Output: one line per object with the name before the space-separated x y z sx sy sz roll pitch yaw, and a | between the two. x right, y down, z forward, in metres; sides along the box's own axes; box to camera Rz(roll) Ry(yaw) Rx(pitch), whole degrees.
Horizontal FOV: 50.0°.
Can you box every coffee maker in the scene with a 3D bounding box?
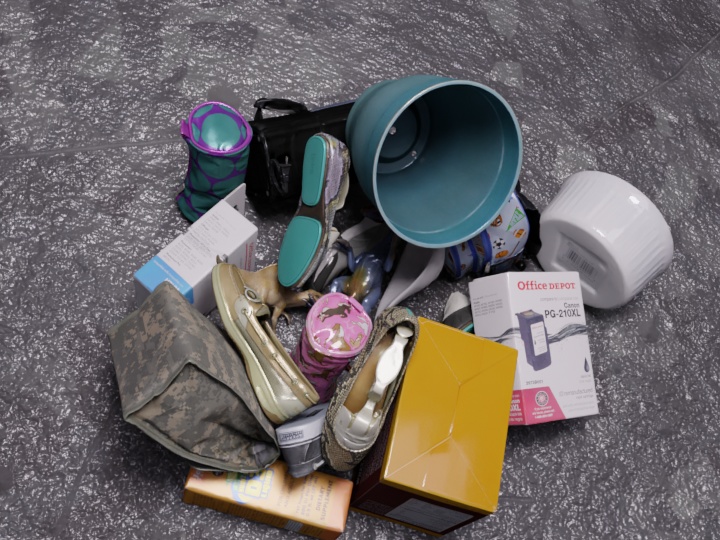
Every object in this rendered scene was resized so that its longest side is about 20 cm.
coffee maker | -0.059 -0.163 1.106 0.198 0.136 0.192 -16 42 -23

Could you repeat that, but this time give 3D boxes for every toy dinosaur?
toy dinosaur | 0.000 0.000 1.062 0.104 0.202 0.182 26 51 20
toy dinosaur | -0.135 0.030 1.024 0.199 0.102 0.058 24 18 -39

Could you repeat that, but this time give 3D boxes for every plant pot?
plant pot | 0.072 -0.157 0.984 0.197 0.203 0.188 -9 26 -20

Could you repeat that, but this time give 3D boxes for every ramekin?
ramekin | 0.352 -0.038 1.155 0.098 0.201 0.201 -40 81 -20

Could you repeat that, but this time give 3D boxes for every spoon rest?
spoon rest | 0.065 0.028 1.067 0.060 0.099 0.203 17 89 -21

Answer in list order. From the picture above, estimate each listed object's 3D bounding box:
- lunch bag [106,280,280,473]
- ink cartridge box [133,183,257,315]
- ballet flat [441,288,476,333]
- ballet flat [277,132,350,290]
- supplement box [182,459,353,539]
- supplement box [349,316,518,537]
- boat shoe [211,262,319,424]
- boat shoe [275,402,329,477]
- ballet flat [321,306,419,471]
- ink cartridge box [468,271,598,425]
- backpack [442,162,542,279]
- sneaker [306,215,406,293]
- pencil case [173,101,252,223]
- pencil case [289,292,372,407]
lunch bag | -0.185 0.138 0.899 0.117 0.200 0.164 -40 39 4
ink cartridge box | -0.200 -0.010 1.020 0.066 0.116 0.200 38 61 11
ballet flat | 0.167 0.059 1.130 0.198 0.068 0.069 -22 62 -35
ballet flat | -0.051 -0.071 0.991 0.071 0.072 0.203 12 98 -10
supplement box | -0.113 0.269 0.942 0.197 0.069 0.067 16 60 -4
supplement box | 0.084 0.199 0.955 0.131 0.200 0.199 18 61 -6
boat shoe | -0.115 0.076 0.910 0.063 0.073 0.203 -27 74 5
boat shoe | -0.036 0.204 0.954 0.073 0.199 0.069 -13 89 18
ballet flat | 0.011 0.134 0.854 0.067 0.075 0.202 25 89 -9
ink cartridge box | 0.239 0.105 1.068 0.143 0.084 0.203 0 80 -33
backpack | 0.165 -0.088 1.124 0.153 0.191 0.201 -29 75 -11
sneaker | 0.001 -0.026 1.115 0.200 0.074 0.079 -40 86 -28
pencil case | -0.201 -0.136 1.034 0.091 0.200 0.086 1 64 -17
pencil case | -0.047 0.104 0.963 0.082 0.200 0.088 6 62 -14
